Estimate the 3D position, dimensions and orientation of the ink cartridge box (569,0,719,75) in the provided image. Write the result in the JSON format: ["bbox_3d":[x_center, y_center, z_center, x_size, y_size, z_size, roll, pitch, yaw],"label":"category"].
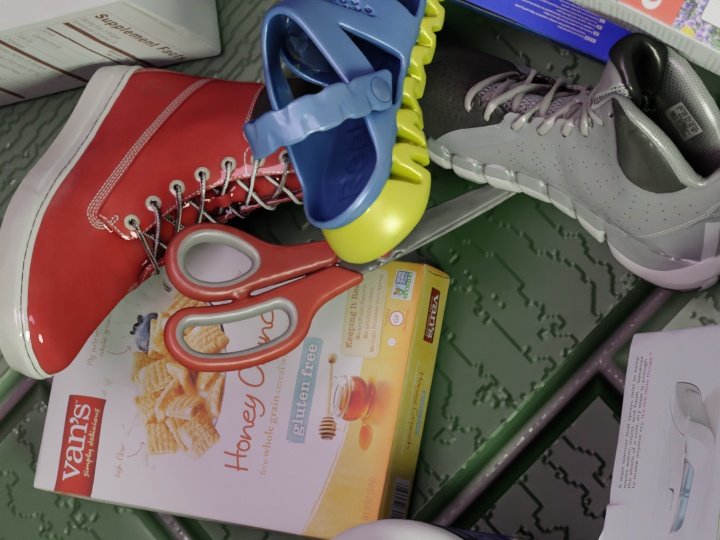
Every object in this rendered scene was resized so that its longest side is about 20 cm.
[{"bbox_3d":[0.156,-0.124,1.229,0.200,0.109,0.050,27,92,4],"label":"ink cartridge box"}]

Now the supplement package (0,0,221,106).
[{"bbox_3d":[-0.189,-0.160,1.420,0.200,0.117,0.117,-12,76,22],"label":"supplement package"}]

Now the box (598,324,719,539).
[{"bbox_3d":[0.188,0.126,1.166,0.176,0.097,0.201,-12,69,62],"label":"box"}]

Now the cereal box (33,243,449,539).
[{"bbox_3d":[-0.063,0.057,1.370,0.200,0.040,0.144,6,82,25],"label":"cereal box"}]

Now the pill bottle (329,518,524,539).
[{"bbox_3d":[0.030,0.169,1.222,0.111,0.200,0.111,-4,80,23],"label":"pill bottle"}]

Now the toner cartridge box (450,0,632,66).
[{"bbox_3d":[0.072,-0.174,1.346,0.200,0.043,0.095,26,94,25],"label":"toner cartridge box"}]

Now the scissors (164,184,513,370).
[{"bbox_3d":[0.000,0.000,1.307,0.200,0.014,0.073,-10,73,-12],"label":"scissors"}]

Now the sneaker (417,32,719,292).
[{"bbox_3d":[0.101,-0.082,1.272,0.200,0.116,0.075,30,56,18],"label":"sneaker"}]

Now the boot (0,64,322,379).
[{"bbox_3d":[-0.090,-0.026,1.340,0.144,0.073,0.200,5,48,21],"label":"boot"}]

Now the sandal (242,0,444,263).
[{"bbox_3d":[-0.011,-0.107,1.283,0.079,0.087,0.200,-27,49,34],"label":"sandal"}]
